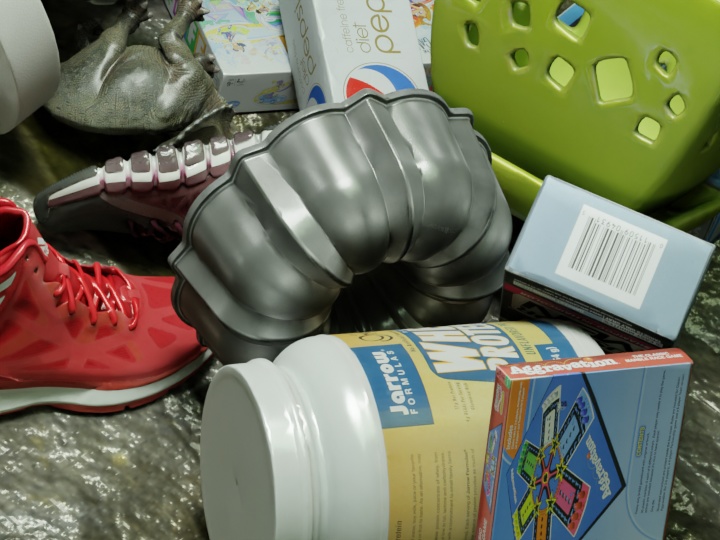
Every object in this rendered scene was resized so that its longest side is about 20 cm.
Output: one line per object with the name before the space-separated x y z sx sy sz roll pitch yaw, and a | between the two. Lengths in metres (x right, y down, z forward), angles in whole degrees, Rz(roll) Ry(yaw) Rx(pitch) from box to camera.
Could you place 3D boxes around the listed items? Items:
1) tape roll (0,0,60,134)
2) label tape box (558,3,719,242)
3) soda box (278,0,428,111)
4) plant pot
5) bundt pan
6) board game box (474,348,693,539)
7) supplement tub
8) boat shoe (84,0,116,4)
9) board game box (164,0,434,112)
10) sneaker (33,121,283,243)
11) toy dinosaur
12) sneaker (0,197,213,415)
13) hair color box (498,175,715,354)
tape roll | -0.257 -0.171 1.453 0.202 0.203 0.037 39 65 23
label tape box | 0.184 -0.113 1.638 0.199 0.066 0.143 32 44 19
soda box | -0.001 -0.119 1.546 0.068 0.064 0.201 -1 59 -19
plant pot | 0.147 -0.122 1.470 0.198 0.183 0.200 30 22 18
bundt pan | 0.000 0.000 1.349 0.201 0.203 0.076 -11 48 -28
board game box | 0.106 0.137 1.243 0.102 0.202 0.019 -5 26 -23
supplement tub | 0.028 0.103 1.290 0.198 0.145 0.145 -4 45 -22
boat shoe | -0.189 -0.202 1.484 0.199 0.060 0.076 20 53 -53
board game box | -0.022 -0.167 1.649 0.198 0.034 0.135 -6 47 -23
sneaker | -0.088 -0.017 1.443 0.198 0.117 0.076 -12 -1 6
toy dinosaur | -0.146 -0.117 1.519 0.198 0.077 0.103 16 48 4
sneaker | -0.156 0.016 1.346 0.199 0.116 0.078 -15 50 -31
hair color box | 0.133 0.018 1.379 0.098 0.200 0.061 23 78 8
